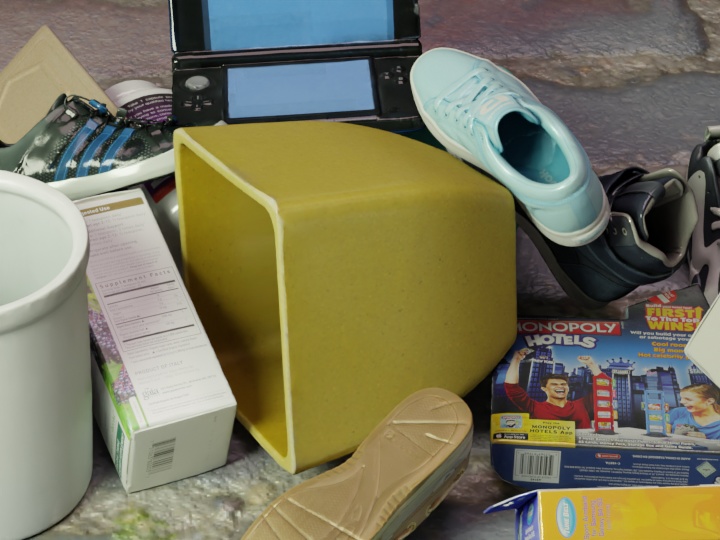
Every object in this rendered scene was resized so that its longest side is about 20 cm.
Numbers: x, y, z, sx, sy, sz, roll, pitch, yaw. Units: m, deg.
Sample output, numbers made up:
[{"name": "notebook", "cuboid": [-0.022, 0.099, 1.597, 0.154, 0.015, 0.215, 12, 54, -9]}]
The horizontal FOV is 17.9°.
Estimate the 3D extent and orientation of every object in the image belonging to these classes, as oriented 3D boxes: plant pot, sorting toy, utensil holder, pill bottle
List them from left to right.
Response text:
[{"name": "utensil holder", "cuboid": [-0.262, 0.061, 1.526, 0.169, 0.201, 0.170, 2, 35, -1]}, {"name": "sorting toy", "cuboid": [-0.267, -0.080, 1.786, 0.185, 0.036, 0.200, -47, 42, 5]}, {"name": "pill bottle", "cuboid": [-0.148, -0.067, 1.781, 0.112, 0.113, 0.200, -13, 39, -20]}, {"name": "plant pot", "cuboid": [0.000, 0.000, 1.600, 0.199, 0.195, 0.195, -12, 23, -21]}]

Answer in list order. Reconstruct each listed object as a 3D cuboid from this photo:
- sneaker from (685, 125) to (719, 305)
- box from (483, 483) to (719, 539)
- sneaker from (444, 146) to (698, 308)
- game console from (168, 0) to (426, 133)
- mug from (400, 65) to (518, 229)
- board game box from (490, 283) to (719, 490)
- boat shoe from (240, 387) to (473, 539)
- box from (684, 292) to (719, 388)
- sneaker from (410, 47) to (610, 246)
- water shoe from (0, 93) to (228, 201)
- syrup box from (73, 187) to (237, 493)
[{"name": "sneaker", "cuboid": [0.294, -0.036, 1.742, 0.079, 0.130, 0.199, -3, 36, -4]}, {"name": "box", "cuboid": [0.183, 0.164, 1.479, 0.199, 0.119, 0.042, -3, 78, -4]}, {"name": "sneaker", "cuboid": [0.156, -0.068, 1.660, 0.202, 0.146, 0.077, 47, 65, -10]}, {"name": "game console", "cuboid": [-0.050, -0.188, 1.757, 0.199, 0.119, 0.171, -4, 31, -2]}, {"name": "mug", "cuboid": [0.072, -0.078, 1.804, 0.184, 0.115, 0.152, -17, 39, -25]}, {"name": "board game box", "cuboid": [0.193, 0.087, 1.627, 0.199, 0.062, 0.200, 3, 34, 4]}, {"name": "boat shoe", "cuboid": [0.000, 0.164, 1.507, 0.200, 0.069, 0.074, -37, 55, -14]}, {"name": "box", "cuboid": [0.324, 0.048, 1.615, 0.200, 0.069, 0.082, -6, 42, -49]}, {"name": "sneaker", "cuboid": [0.103, -0.106, 1.605, 0.074, 0.082, 0.200, -41, 59, -10]}, {"name": "water shoe", "cuboid": [-0.195, -0.094, 1.660, 0.199, 0.079, 0.072, -15, 4, 2]}, {"name": "syrup box", "cuboid": [-0.160, 0.046, 1.607, 0.081, 0.079, 0.200, -14, 57, -21]}]
